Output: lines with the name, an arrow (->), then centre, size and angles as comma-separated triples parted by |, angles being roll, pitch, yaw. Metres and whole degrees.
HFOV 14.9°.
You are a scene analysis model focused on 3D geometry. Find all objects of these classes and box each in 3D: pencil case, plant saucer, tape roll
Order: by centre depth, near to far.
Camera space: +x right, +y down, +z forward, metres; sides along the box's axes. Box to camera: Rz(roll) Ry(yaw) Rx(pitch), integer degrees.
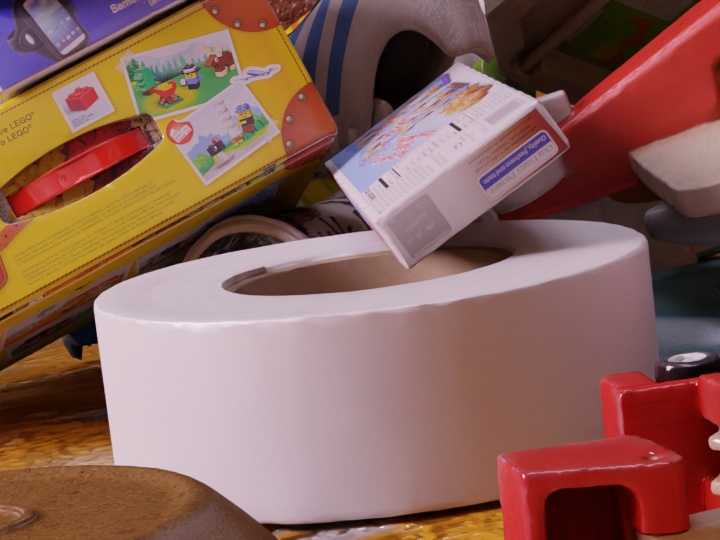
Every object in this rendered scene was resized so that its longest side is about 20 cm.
plant saucer -> -0.113, 0.090, 0.806 | 0.198, 0.036, 0.200 | -6, 8, 1
tape roll -> 0.007, 0.032, 0.982 | 0.201, 0.071, 0.202 | -7, 8, 1
plant saucer -> 0.175, 0.016, 1.109 | 0.198, 0.028, 0.200 | -7, 7, 1
pencil case -> 0.000, 0.000, 1.187 | 0.089, 0.078, 0.200 | -20, 1, 29

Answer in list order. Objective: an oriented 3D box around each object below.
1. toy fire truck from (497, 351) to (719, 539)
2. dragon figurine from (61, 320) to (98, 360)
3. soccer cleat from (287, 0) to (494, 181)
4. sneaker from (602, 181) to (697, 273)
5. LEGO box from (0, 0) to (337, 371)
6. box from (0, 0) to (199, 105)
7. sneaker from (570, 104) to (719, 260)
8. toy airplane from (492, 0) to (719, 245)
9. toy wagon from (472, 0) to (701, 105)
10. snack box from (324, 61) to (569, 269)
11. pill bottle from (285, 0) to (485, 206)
toy fire truck -> 0.130, 0.055, 0.789 | 0.198, 0.049, 0.141 | -7, 8, -8
dragon figurine -> -0.091, 0.011, 1.255 | 0.199, 0.059, 0.099 | -13, 9, -42
soccer cleat -> -0.015, -0.070, 1.241 | 0.070, 0.087, 0.200 | -5, -31, -44
sneaker -> 0.065, -0.027, 1.305 | 0.199, 0.085, 0.073 | -4, 10, 30
LEGO box -> -0.120, -0.026, 1.141 | 0.199, 0.078, 0.149 | -29, -5, -12
box -> -0.110, -0.098, 1.154 | 0.119, 0.042, 0.200 | -29, -2, -12
sneaker -> 0.127, -0.043, 1.367 | 0.076, 0.081, 0.199 | -12, 11, -44
toy airplane -> 0.144, -0.053, 1.130 | 0.200, 0.141, 0.199 | -49, 11, -36
toy wagon -> 0.153, -0.108, 1.268 | 0.199, 0.040, 0.155 | 18, -38, -31
snack box -> 0.028, -0.044, 1.044 | 0.072, 0.024, 0.200 | -38, 10, 0
pill bottle -> 0.004, -0.084, 1.376 | 0.200, 0.109, 0.109 | -38, 4, 9
